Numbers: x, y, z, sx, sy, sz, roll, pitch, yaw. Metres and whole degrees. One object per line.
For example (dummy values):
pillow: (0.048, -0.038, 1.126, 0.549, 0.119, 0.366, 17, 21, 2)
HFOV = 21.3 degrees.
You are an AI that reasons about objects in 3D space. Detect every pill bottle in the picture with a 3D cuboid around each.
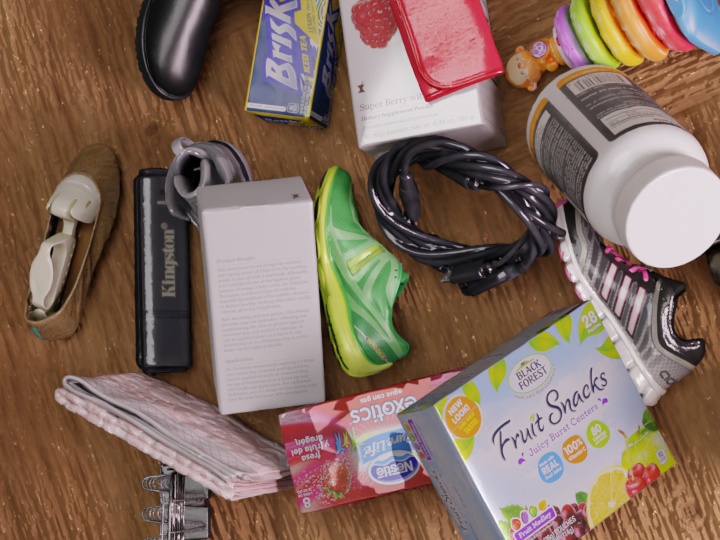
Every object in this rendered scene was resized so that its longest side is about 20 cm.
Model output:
pill bottle: (0.230, -0.090, 1.650, 0.116, 0.116, 0.200, -43, 34, 8)

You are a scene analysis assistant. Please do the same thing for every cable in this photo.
cable: (0.094, -0.058, 1.697, 0.163, 0.200, 0.051, 48, 58, -9)

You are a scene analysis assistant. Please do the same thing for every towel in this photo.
towel: (-0.158, 0.146, 1.744, 0.200, 0.191, 0.032, 28, 96, 17)

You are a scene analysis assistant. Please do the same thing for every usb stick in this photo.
usb stick: (-0.191, 0.001, 1.845, 0.055, 0.033, 0.201, 0, 82, -16)

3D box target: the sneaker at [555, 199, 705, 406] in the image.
sneaker: (0.243, 0.016, 1.707, 0.087, 0.074, 0.200, -29, 82, 11)

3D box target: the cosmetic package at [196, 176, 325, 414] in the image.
cosmetic package: (-0.091, 0.023, 1.743, 0.101, 0.071, 0.201, -6, 113, -8)

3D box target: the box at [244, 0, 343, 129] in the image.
box: (-0.055, -0.240, 1.822, 0.070, 0.064, 0.201, 8, 87, 17)

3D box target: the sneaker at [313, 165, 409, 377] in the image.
sneaker: (0.000, 0.000, 1.787, 0.083, 0.074, 0.201, -9, 78, -10)

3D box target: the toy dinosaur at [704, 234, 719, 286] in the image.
toy dinosaur: (0.346, 0.008, 1.648, 0.200, 0.102, 0.077, 39, 104, 48)

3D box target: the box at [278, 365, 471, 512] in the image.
box: (0.039, 0.152, 1.734, 0.199, 0.100, 0.096, -15, 84, 13)

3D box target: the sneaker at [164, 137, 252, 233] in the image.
sneaker: (-0.127, -0.035, 1.793, 0.075, 0.115, 0.200, -23, 79, 13)

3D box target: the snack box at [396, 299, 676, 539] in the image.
snack box: (0.153, 0.145, 1.641, 0.068, 0.200, 0.169, -23, 96, 56)

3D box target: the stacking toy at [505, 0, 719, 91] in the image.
stacking toy: (0.217, -0.219, 1.735, 0.200, 0.110, 0.116, -24, 75, 24)

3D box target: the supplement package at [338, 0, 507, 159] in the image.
supplement package: (0.054, -0.210, 1.758, 0.121, 0.120, 0.201, -10, 81, 14)

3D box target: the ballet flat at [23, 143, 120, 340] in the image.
ballet flat: (-0.287, -0.030, 1.860, 0.068, 0.072, 0.201, 18, 89, 20)

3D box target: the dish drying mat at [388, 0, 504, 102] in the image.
dish drying mat: (0.059, -0.254, 1.690, 0.077, 0.018, 0.201, -20, 79, 9)

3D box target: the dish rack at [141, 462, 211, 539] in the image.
dish rack: (-0.170, 0.249, 1.736, 0.054, 0.200, 0.154, -2, 84, 5)

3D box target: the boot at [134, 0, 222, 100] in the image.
boot: (-0.135, -0.266, 1.806, 0.162, 0.073, 0.199, -4, 76, 51)
